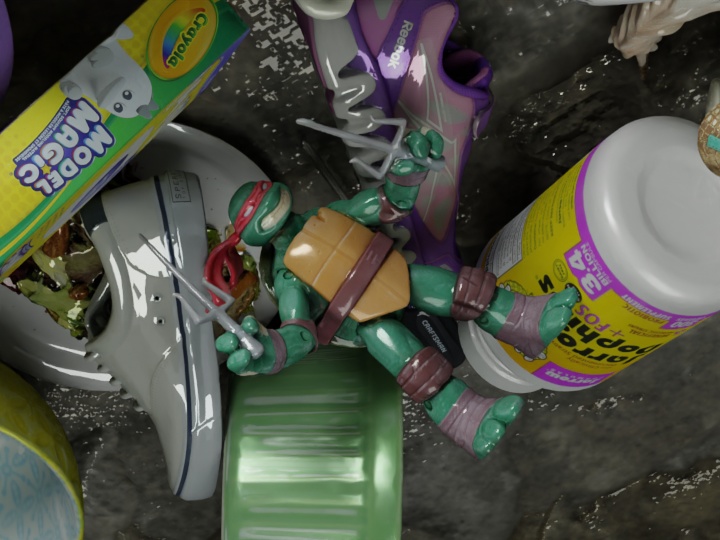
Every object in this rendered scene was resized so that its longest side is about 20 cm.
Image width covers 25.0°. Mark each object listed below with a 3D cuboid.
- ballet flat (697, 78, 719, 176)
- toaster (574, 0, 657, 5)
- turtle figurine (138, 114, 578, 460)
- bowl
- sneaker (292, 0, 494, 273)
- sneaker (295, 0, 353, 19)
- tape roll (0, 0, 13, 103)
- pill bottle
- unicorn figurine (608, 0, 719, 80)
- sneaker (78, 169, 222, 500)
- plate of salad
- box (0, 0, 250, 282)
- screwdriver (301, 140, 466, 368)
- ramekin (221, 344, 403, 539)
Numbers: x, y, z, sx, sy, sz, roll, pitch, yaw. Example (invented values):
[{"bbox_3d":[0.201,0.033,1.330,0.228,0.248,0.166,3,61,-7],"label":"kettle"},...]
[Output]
[{"bbox_3d":[0.213,-0.092,0.828,0.065,0.200,0.071,17,114,17],"label":"ballet flat"},{"bbox_3d":[0.116,-0.207,0.718,0.112,0.130,0.201,-5,132,-5],"label":"toaster"},{"bbox_3d":[0.000,0.000,0.799,0.199,0.101,0.151,32,85,-3],"label":"turtle figurine"},{"bbox_3d":[-0.251,0.098,0.921,0.198,0.108,0.201,-1,134,-1],"label":"bowl"},{"bbox_3d":[0.034,-0.073,0.858,0.088,0.081,0.201,-22,131,-2],"label":"sneaker"},{"bbox_3d":[-0.001,-0.205,0.718,0.074,0.100,0.201,2,129,-10],"label":"sneaker"},{"bbox_3d":[-0.257,-0.111,0.719,0.198,0.066,0.201,15,141,12],"label":"tape roll"},{"bbox_3d":[0.126,0.003,0.884,0.103,0.105,0.200,10,156,-19],"label":"pill bottle"},{"bbox_3d":[0.188,-0.156,0.787,0.073,0.200,0.138,25,95,-23],"label":"unicorn figurine"},{"bbox_3d":[-0.113,0.038,0.874,0.070,0.073,0.202,-6,119,-7],"label":"sneaker"},{"bbox_3d":[-0.133,0.002,0.907,0.198,0.048,0.201,-5,132,-6],"label":"plate of salad"},{"bbox_3d":[-0.143,-0.049,0.754,0.200,0.117,0.048,-44,96,-15],"label":"box"},{"bbox_3d":[0.018,-0.008,0.937,0.029,0.028,0.201,0,142,29],"label":"screwdriver"},{"bbox_3d":[-0.028,0.134,0.948,0.097,0.201,0.201,1,131,-1],"label":"ramekin"}]
